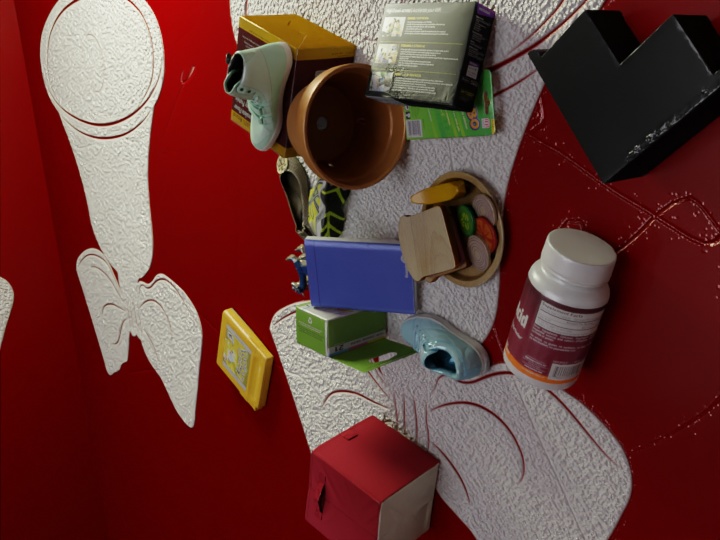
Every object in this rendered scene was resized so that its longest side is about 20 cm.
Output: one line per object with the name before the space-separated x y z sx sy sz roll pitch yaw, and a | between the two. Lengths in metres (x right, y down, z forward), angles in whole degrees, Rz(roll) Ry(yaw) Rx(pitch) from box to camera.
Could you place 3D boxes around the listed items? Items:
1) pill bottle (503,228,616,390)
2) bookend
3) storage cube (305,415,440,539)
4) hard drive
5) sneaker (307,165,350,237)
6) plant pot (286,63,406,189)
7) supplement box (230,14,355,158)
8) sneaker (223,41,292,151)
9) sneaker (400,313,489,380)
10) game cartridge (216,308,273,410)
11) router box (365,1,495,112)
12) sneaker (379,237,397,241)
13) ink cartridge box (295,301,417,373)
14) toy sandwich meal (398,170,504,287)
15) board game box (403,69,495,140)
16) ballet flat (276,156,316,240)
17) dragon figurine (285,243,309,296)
pill bottle | 0.275 0.053 1.115 0.114 0.113 0.203 39 130 38
bookend | 0.331 -0.245 0.958 0.199 0.091 0.202 -46 64 47
storage cube | 0.023 0.411 1.511 0.178 0.198 0.174 28 123 37
hard drive | 0.001 0.008 1.435 0.196 0.025 0.134 4 117 17
sneaker | -0.067 -0.149 1.532 0.076 0.075 0.203 42 131 34
plant pot | -0.038 -0.246 1.369 0.139 0.197 0.204 21 118 57
supplement box | -0.130 -0.346 1.500 0.197 0.131 0.203 38 129 39
sneaker | -0.192 -0.294 1.390 0.074 0.117 0.203 43 133 33
sneaker | 0.123 0.128 1.370 0.199 0.081 0.075 20 117 48
game cartridge | -0.287 0.222 1.988 0.200 0.032 0.179 43 133 38
router box | 0.102 -0.327 1.232 0.198 0.050 0.152 20 99 47
sneaker | 0.000 0.000 1.483 0.199 0.087 0.077 -29 77 52
ink cartridge box | -0.005 0.107 1.478 0.198 0.146 0.077 17 114 48
toy sandwich meal | 0.142 -0.061 1.289 0.204 0.069 0.209 22 119 47
board game box | 0.140 -0.257 1.262 0.199 0.030 0.098 10 110 54
ballet flat | -0.131 -0.148 1.641 0.067 0.046 0.203 -25 81 52
dragon figurine | -0.085 -0.001 1.606 0.199 0.059 0.100 -10 122 53
